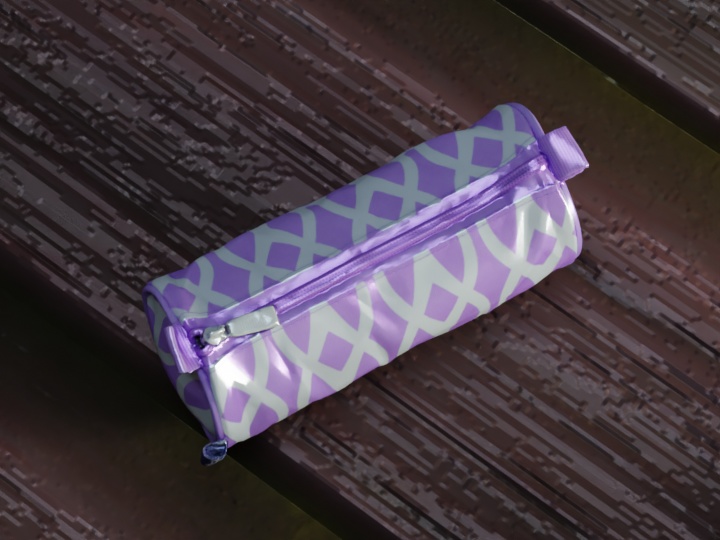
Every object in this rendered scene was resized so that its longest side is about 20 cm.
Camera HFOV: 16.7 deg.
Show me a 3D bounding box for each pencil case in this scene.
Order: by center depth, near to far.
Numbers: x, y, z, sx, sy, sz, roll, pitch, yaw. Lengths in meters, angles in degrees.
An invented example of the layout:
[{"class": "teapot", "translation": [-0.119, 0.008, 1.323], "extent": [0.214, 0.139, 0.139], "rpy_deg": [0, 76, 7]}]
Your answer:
[{"class": "pencil case", "translation": [0.000, 0.000, 1.055], "extent": [0.199, 0.086, 0.084], "rpy_deg": [-29, 72, -12]}]
